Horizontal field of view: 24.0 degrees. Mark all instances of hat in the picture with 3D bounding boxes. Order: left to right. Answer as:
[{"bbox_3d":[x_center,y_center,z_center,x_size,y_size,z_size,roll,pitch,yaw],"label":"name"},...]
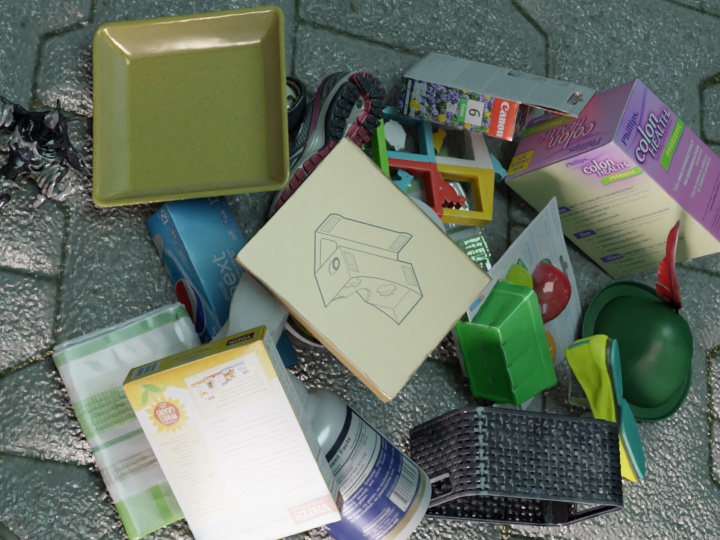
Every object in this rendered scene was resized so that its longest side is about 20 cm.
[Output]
[{"bbox_3d":[0.360,0.071,1.897,0.200,0.176,0.166,20,66,-30],"label":"hat"}]

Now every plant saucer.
[{"bbox_3d":[-0.168,-0.159,1.713,0.199,0.048,0.201,-5,73,7],"label":"plant saucer"}]

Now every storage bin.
[{"bbox_3d":[0.162,0.208,1.778,0.200,0.135,0.094,9,69,-26],"label":"storage bin"}]

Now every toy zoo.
[{"bbox_3d":[0.074,-0.116,1.885,0.199,0.020,0.132,5,64,-24],"label":"toy zoo"}]

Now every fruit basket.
[{"bbox_3d":[0.178,0.046,1.856,0.200,0.094,0.186,-52,135,-43],"label":"fruit basket"}]

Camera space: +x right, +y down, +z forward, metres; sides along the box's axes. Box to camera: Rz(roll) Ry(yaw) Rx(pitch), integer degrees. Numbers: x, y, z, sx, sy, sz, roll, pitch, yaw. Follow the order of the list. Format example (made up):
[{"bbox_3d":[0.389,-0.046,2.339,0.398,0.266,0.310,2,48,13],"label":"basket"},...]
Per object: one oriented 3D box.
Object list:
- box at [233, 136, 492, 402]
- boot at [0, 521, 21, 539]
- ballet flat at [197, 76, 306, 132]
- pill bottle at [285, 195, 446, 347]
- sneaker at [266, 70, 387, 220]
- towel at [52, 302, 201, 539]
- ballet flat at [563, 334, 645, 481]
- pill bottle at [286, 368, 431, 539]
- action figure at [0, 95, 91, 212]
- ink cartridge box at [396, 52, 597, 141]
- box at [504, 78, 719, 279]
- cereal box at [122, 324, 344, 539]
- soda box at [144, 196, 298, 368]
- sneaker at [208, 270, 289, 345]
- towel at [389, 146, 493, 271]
[{"bbox_3d":[0.004,-0.001,1.598,0.200,0.021,0.164,44,70,-8],"label":"box"},{"bbox_3d":[-0.342,0.338,1.493,0.182,0.073,0.200,38,51,3],"label":"boot"},{"bbox_3d":[-0.140,-0.168,1.783,0.200,0.073,0.073,-15,80,-32],"label":"ballet flat"},{"bbox_3d":[0.000,0.000,1.723,0.114,0.200,0.115,9,69,-26],"label":"pill bottle"},{"bbox_3d":[-0.042,-0.119,1.812,0.081,0.075,0.200,35,79,-35],"label":"sneaker"},{"bbox_3d":[-0.202,0.146,1.659,0.149,0.031,0.200,-20,86,-31],"label":"towel"},{"bbox_3d":[0.268,0.154,1.885,0.067,0.067,0.200,-74,151,-51],"label":"ballet flat"},{"bbox_3d":[-0.033,0.186,1.672,0.200,0.111,0.111,43,57,-23],"label":"pill bottle"},{"bbox_3d":[-0.332,-0.104,1.636,0.119,0.102,0.200,42,61,-8],"label":"action figure"},{"bbox_3d":[0.152,-0.187,1.877,0.199,0.050,0.109,15,26,14],"label":"ink cartridge box"},{"bbox_3d":[0.301,-0.099,1.921,0.200,0.176,0.097,38,58,-24],"label":"box"},{"bbox_3d":[-0.116,0.163,1.583,0.040,0.144,0.200,-78,148,-67],"label":"cereal box"},{"bbox_3d":[-0.141,0.020,1.718,0.068,0.064,0.200,-22,84,-31],"label":"soda box"},{"bbox_3d":[-0.117,0.084,1.637,0.075,0.088,0.200,35,97,8],"label":"sneaker"},{"bbox_3d":[0.075,-0.032,1.878,0.149,0.031,0.200,-16,81,-33],"label":"towel"}]
